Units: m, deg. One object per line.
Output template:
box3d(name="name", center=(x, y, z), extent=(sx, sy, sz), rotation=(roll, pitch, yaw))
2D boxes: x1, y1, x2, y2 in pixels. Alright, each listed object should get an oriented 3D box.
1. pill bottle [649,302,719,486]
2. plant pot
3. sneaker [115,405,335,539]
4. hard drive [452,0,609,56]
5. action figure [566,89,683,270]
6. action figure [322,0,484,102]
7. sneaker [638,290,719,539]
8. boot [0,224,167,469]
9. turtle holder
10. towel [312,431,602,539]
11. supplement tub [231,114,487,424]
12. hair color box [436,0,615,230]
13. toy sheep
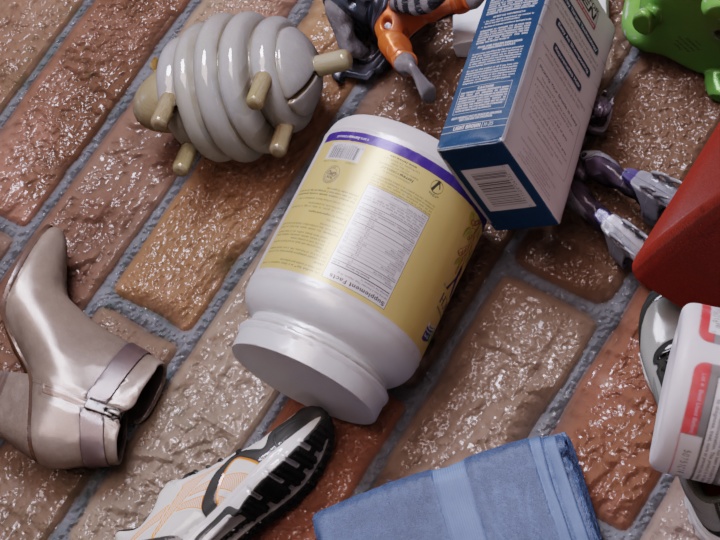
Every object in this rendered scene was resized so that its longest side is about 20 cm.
box3d(name="pill bottle", center=(0.296, 0.096, 1.105), extent=(0.198, 0.114, 0.115), rotation=(13, 68, 9))
box3d(name="plant pot", center=(0.333, -0.051, 1.166), extent=(0.199, 0.176, 0.200), rotation=(32, 72, 7))
box3d(name="sneaker", center=(-0.105, 0.168, 1.293), extent=(0.200, 0.074, 0.080), rotation=(-42, 58, -7))
box3d(name="hard drive", center=(0.146, -0.281, 1.466), extent=(0.131, 0.027, 0.201), rotation=(-5, 64, 15))
box3d(name="action figure", center=(0.171, -0.076, 1.333), extent=(0.200, 0.069, 0.130), rotation=(37, 85, 32))
box3d(name="action figure", center=(0.043, -0.243, 1.415), extent=(0.193, 0.105, 0.201), rotation=(33, 87, 43))
box3d(name="sneaker", center=(0.246, 0.095, 1.217), extent=(0.073, 0.079, 0.201), rotation=(-18, 59, 10))
box3d(name="boot", center=(-0.227, 0.066, 1.393), extent=(0.145, 0.070, 0.201), rotation=(12, 69, 15))
box3d(name="turtle holder", center=(0.291, -0.216, 1.338), extent=(0.140, 0.186, 0.132), rotation=(26, 72, -7))
box3d(name="towel", center=(0.072, 0.196, 1.237), extent=(0.199, 0.049, 0.112), rotation=(-18, 64, 7))
box3d(name="supplement tub", center=(0.000, 0.000, 1.302), extent=(0.145, 0.146, 0.201), rotation=(19, 72, 25))
box3d(name="hair color box", center=(0.129, -0.140, 1.294), extent=(0.060, 0.100, 0.201), rotation=(-5, 50, 35))
box3d(name="toy sheep", center=(-0.099, -0.151, 1.418), extent=(0.198, 0.138, 0.139), rotation=(-6, 63, 19))
